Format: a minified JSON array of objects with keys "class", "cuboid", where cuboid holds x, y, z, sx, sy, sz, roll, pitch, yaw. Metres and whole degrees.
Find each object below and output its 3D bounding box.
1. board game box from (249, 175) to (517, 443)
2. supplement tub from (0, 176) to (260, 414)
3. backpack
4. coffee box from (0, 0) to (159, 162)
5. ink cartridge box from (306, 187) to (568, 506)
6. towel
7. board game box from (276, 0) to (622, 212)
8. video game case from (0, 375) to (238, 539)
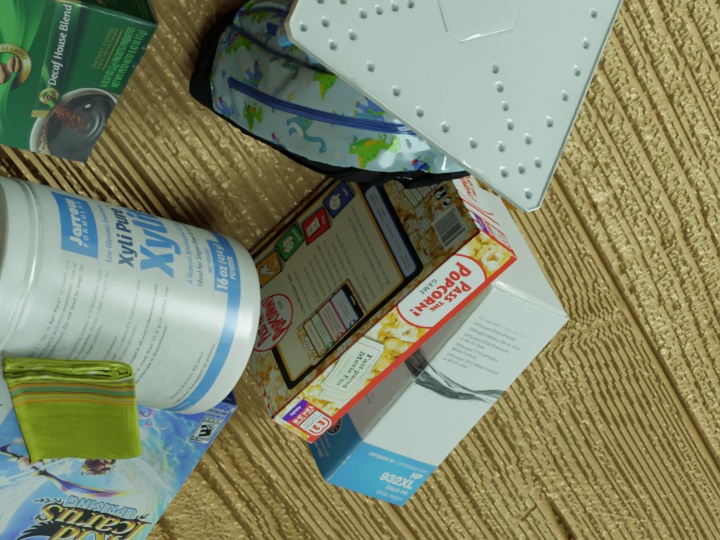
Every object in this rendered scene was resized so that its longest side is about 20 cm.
[{"class":"board game box","cuboid":[0.000,0.000,1.617,0.200,0.152,0.046,-42,132,16]},{"class":"supplement tub","cuboid":[-0.181,0.018,1.569,0.199,0.132,0.132,15,122,-34]},{"class":"backpack","cuboid":[0.003,-0.118,1.480,0.163,0.200,0.154,5,117,-25]},{"class":"coffee box","cuboid":[-0.243,-0.143,1.462,0.199,0.044,0.123,14,124,-31]},{"class":"ink cartridge box","cuboid":[0.039,0.047,1.677,0.084,0.145,0.200,23,118,-37]},{"class":"towel","cuboid":[-0.194,0.099,1.575,0.086,0.018,0.200,3,159,-2]},{"class":"board game box","cuboid":[0.061,-0.166,1.388,0.200,0.201,0.026,34,155,-25]},{"class":"video game case","cuboid":[-0.220,0.131,1.712,0.200,0.046,0.181,17,122,-34]}]
